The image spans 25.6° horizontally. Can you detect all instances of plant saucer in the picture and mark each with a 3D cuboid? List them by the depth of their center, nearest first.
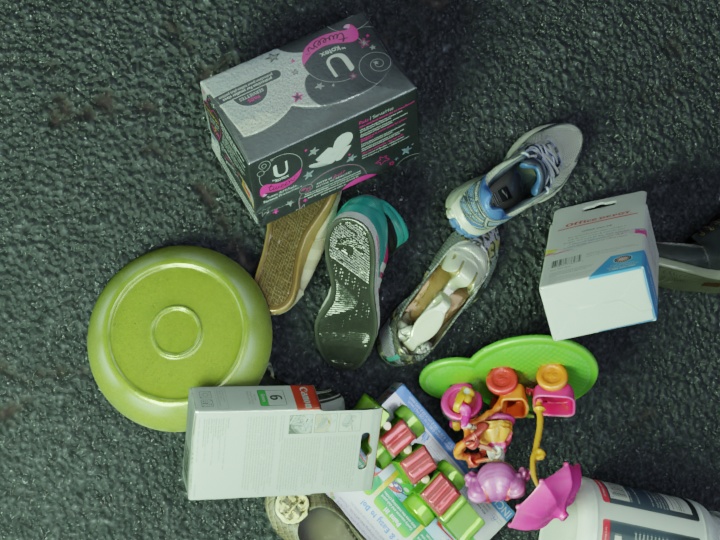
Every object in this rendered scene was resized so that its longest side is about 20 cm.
[{"bbox_3d":[-0.192,0.067,1.664,0.197,0.031,0.203,-1,76,2],"label":"plant saucer"}]

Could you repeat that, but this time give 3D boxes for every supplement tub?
[{"bbox_3d":[0.309,0.314,1.758,0.198,0.140,0.142,14,85,-13],"label":"supplement tub"}]

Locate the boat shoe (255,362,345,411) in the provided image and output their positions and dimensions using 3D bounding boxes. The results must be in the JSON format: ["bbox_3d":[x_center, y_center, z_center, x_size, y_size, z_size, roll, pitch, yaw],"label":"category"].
[{"bbox_3d":[-0.113,0.131,1.696,0.197,0.071,0.065,0,89,-12],"label":"boat shoe"}]

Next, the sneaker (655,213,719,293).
[{"bbox_3d":[0.400,-0.034,1.837,0.197,0.075,0.108,8,74,-13],"label":"sneaker"}]

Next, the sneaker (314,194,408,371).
[{"bbox_3d":[0.000,0.000,1.725,0.083,0.121,0.202,15,125,12],"label":"sneaker"}]

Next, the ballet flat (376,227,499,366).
[{"bbox_3d":[0.097,0.025,1.753,0.072,0.072,0.201,40,80,-9],"label":"ballet flat"}]

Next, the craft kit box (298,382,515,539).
[{"bbox_3d":[0.036,0.263,1.744,0.197,0.048,0.200,-43,98,-14],"label":"craft kit box"}]

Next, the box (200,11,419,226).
[{"bbox_3d":[-0.052,-0.163,1.674,0.198,0.115,0.133,-24,58,-14],"label":"box"}]

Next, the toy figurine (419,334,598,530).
[{"bbox_3d":[0.162,0.188,1.693,0.197,0.151,0.186,-3,55,5],"label":"toy figurine"}]

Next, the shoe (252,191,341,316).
[{"bbox_3d":[-0.068,-0.044,1.728,0.069,0.053,0.202,17,79,16],"label":"shoe"}]

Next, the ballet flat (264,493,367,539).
[{"bbox_3d":[-0.021,0.298,1.684,0.067,0.046,0.200,-45,98,-12],"label":"ballet flat"}]

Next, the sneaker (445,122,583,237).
[{"bbox_3d":[0.189,-0.104,1.759,0.200,0.085,0.077,-39,98,-27],"label":"sneaker"}]

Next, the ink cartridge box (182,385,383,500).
[{"bbox_3d":[-0.082,0.177,1.646,0.197,0.050,0.110,0,118,-15],"label":"ink cartridge box"}]

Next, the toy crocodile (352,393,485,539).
[{"bbox_3d":[0.061,0.212,1.699,0.067,0.062,0.201,-39,98,-12],"label":"toy crocodile"}]

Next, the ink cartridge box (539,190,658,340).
[{"bbox_3d":[0.265,-0.009,1.732,0.114,0.200,0.068,-12,114,17],"label":"ink cartridge box"}]
